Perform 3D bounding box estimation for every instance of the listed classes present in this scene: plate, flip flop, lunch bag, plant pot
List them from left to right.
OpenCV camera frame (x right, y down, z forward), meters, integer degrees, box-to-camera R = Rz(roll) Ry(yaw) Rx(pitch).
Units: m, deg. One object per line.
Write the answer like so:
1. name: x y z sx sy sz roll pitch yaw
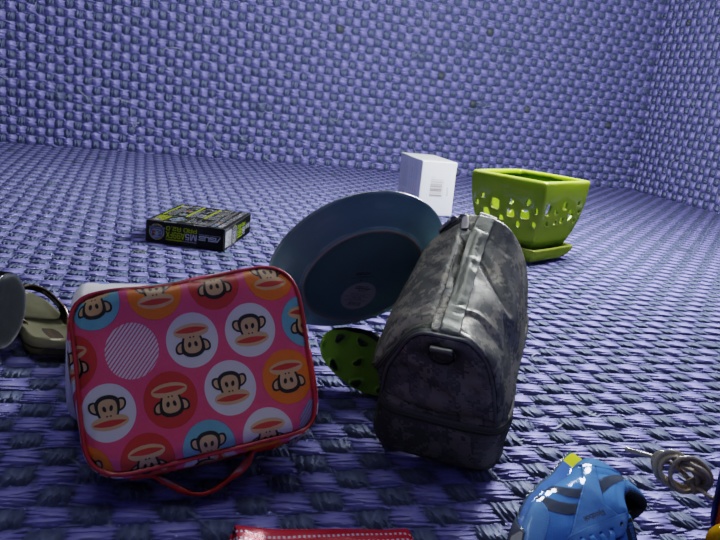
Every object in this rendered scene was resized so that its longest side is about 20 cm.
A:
1. flip flop: -0.394 0.050 0.912 0.081 0.058 0.199 -6 19 -40
2. lunch bag: -0.136 0.096 0.631 0.198 0.178 0.082 -7 -12 -17
3. plate: 0.000 0.000 0.796 0.198 0.201 0.026 -1 45 -26
4. lunch bag: 0.095 0.060 0.734 0.138 0.169 0.201 14 41 11
5. plant pot: 0.370 -0.125 1.687 0.199 0.183 0.198 19 20 41

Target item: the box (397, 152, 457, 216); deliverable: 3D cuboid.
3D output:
1. box: 0.186 -0.249 2.156 0.105 0.154 0.200 2 15 -15

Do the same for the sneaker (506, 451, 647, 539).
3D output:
1. sneaker: 0.164 0.196 0.563 0.078 0.067 0.199 19 18 30

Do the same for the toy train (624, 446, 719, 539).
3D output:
1. toy train: 0.281 0.205 0.573 0.199 0.085 0.115 16 30 33

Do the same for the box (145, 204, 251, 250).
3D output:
1. box: -0.323 -0.090 1.527 0.158 0.045 0.200 7 14 4

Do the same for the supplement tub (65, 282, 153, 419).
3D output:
1. supplement tub: -0.177 0.080 0.737 0.198 0.133 0.132 3 14 -14

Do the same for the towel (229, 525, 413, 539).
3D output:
1. towel: -0.013 0.222 0.474 0.143 0.023 0.200 4 14 -11

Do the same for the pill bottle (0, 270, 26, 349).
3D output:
1. pill bottle: -0.485 0.031 0.833 0.198 0.113 0.112 7 14 6

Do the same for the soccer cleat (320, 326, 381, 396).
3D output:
1. soccer cleat: 0.049 0.114 0.862 0.198 0.068 0.081 17 7 16
